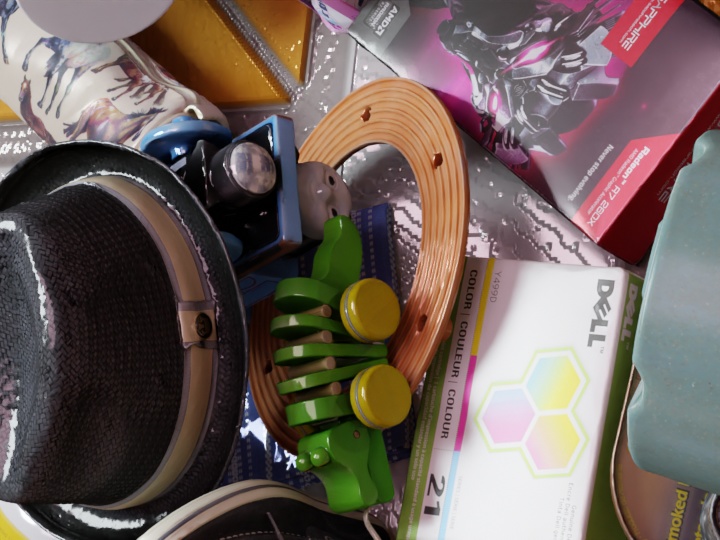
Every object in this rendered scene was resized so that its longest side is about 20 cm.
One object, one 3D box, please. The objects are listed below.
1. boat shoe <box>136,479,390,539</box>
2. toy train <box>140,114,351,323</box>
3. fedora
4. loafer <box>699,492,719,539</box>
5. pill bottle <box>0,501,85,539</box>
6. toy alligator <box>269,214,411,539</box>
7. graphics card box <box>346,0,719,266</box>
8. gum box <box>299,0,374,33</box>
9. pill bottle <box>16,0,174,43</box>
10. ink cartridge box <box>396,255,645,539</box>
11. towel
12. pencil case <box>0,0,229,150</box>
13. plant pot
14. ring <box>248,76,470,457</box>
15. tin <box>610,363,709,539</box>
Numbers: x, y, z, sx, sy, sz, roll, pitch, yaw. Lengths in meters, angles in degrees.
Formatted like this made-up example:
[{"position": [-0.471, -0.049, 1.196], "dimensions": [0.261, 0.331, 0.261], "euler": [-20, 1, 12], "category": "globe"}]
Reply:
[{"position": [-0.041, 0.146, 1.255], "dimensions": [0.075, 0.200, 0.062], "euler": [-41, 62, 20], "category": "boat shoe"}, {"position": [-0.088, -0.017, 1.336], "dimensions": [0.200, 0.114, 0.087], "euler": [-29, 61, 47], "category": "toy train"}, {"position": [-0.146, 0.039, 1.232], "dimensions": [0.200, 0.091, 0.201], "euler": [3, 96, 35], "category": "fedora"}, {"position": [0.234, 0.144, 1.114], "dimensions": [0.200, 0.072, 0.073], "euler": [30, 87, 16], "category": "loafer"}, {"position": [-0.153, 0.161, 1.358], "dimensions": [0.112, 0.112, 0.200], "euler": [39, 111, 35], "category": "pill bottle"}, {"position": [-0.013, 0.071, 1.239], "dimensions": [0.059, 0.054, 0.201], "euler": [-18, 75, 49], "category": "toy alligator"}, {"position": [0.101, -0.111, 1.317], "dimensions": [0.200, 0.051, 0.126], "euler": [43, 101, 32], "category": "graphics card box"}, {"position": [0.012, -0.226, 1.374], "dimensions": [0.066, 0.113, 0.200], "euler": [25, 91, 35], "category": "gum box"}, {"position": [-0.158, -0.221, 1.451], "dimensions": [0.116, 0.116, 0.200], "euler": [-40, 38, 18], "category": "pill bottle"}, {"position": [0.130, 0.075, 1.235], "dimensions": [0.200, 0.076, 0.148], "euler": [4, 79, 36], "category": "ink cartridge box"}, {"position": [-0.060, 0.058, 1.405], "dimensions": [0.200, 0.024, 0.145], "euler": [-19, 65, 27], "category": "towel"}, {"position": [-0.153, -0.109, 1.473], "dimensions": [0.200, 0.078, 0.090], "euler": [43, 125, 35], "category": "pencil case"}, {"position": [0.223, 0.031, 1.079], "dimensions": [0.196, 0.200, 0.201], "euler": [13, 84, 17], "category": "plant pot"}, {"position": [0.000, 0.000, 1.322], "dimensions": [0.200, 0.019, 0.201], "euler": [-30, 52, 49], "category": "ring"}, {"position": [0.177, 0.050, 1.189], "dimensions": [0.112, 0.042, 0.201], "euler": [14, 83, -1], "category": "tin"}]
